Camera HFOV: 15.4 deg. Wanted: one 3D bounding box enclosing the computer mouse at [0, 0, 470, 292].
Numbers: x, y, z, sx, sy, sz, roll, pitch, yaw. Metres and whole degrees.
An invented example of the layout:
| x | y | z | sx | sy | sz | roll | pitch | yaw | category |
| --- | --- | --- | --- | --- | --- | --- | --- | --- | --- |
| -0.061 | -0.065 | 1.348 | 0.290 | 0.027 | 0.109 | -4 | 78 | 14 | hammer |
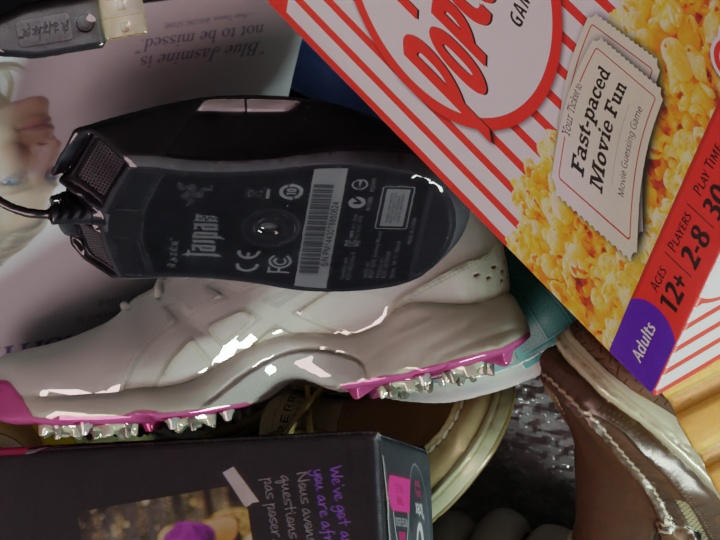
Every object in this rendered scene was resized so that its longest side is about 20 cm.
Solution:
| x | y | z | sx | sy | sz | roll | pitch | yaw | category |
| --- | --- | --- | --- | --- | --- | --- | --- | --- | --- |
| -0.062 | -0.050 | 0.889 | 0.199 | 0.046 | 0.141 | -2 | 140 | -4 | computer mouse |

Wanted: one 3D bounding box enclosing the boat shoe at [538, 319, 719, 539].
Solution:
| x | y | z | sx | sy | sz | roll | pitch | yaw | category |
| --- | --- | --- | --- | --- | --- | --- | --- | --- | --- |
| 0.113 | 0.093 | 1.019 | 0.075 | 0.075 | 0.202 | 46 | -179 | 44 | boat shoe |

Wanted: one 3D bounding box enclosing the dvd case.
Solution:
| x | y | z | sx | sy | sz | roll | pitch | yaw | category |
| --- | --- | --- | --- | --- | --- | --- | --- | --- | --- |
| -0.098 | -0.024 | 0.959 | 0.018 | 0.142 | 0.200 | 56 | 146 | 37 | dvd case |

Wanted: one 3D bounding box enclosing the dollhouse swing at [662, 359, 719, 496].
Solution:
| x | y | z | sx | sy | sz | roll | pitch | yaw | category |
| --- | --- | --- | --- | --- | --- | --- | --- | --- | --- |
| 0.160 | -0.007 | 0.823 | 0.175 | 0.182 | 0.200 | -29 | 92 | 9 | dollhouse swing |

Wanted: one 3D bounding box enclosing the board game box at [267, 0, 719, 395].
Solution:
| x | y | z | sx | sy | sz | roll | pitch | yaw | category |
| --- | --- | --- | --- | --- | --- | --- | --- | --- | --- |
| 0.061 | -0.082 | 0.827 | 0.200 | 0.046 | 0.152 | 47 | 144 | 24 | board game box |

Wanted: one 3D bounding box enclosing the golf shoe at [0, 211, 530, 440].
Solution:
| x | y | z | sx | sy | sz | roll | pitch | yaw | category |
| --- | --- | --- | --- | --- | --- | --- | --- | --- | --- |
| -0.041 | 0.011 | 0.977 | 0.199 | 0.092 | 0.075 | -10 | 178 | -4 | golf shoe |

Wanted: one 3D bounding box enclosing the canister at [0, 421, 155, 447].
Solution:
| x | y | z | sx | sy | sz | roll | pitch | yaw | category |
| --- | --- | --- | --- | --- | --- | --- | --- | --- | --- |
| -0.115 | 0.135 | 1.157 | 0.200 | 0.086 | 0.149 | 55 | 145 | 13 | canister |

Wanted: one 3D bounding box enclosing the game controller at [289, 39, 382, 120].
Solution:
| x | y | z | sx | sy | sz | roll | pitch | yaw | category |
| --- | --- | --- | --- | --- | --- | --- | --- | --- | --- |
| -0.017 | -0.090 | 0.980 | 0.200 | 0.042 | 0.104 | 29 | 139 | -1 | game controller |

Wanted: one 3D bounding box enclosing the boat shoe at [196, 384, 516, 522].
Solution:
| x | y | z | sx | sy | sz | roll | pitch | yaw | category |
| --- | --- | --- | --- | --- | --- | --- | --- | --- | --- |
| -0.017 | 0.080 | 1.128 | 0.066 | 0.074 | 0.200 | 38 | 138 | -21 | boat shoe |

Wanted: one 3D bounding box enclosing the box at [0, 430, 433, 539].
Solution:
| x | y | z | sx | sy | sz | roll | pitch | yaw | category |
| --- | --- | --- | --- | --- | --- | --- | --- | --- | --- |
| -0.077 | 0.119 | 1.018 | 0.199 | 0.107 | 0.122 | -3 | 173 | 9 | box |

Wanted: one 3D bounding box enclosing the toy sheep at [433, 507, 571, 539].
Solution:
| x | y | z | sx | sy | sz | roll | pitch | yaw | category |
| --- | --- | --- | --- | --- | --- | --- | --- | --- | --- |
| 0.051 | 0.165 | 1.140 | 0.199 | 0.138 | 0.138 | 1 | 134 | 10 | toy sheep |

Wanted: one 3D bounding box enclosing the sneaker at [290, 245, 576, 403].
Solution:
| x | y | z | sx | sy | sz | roll | pitch | yaw | category |
| --- | --- | --- | --- | --- | --- | --- | --- | --- | --- |
| 0.000 | 0.000 | 1.040 | 0.199 | 0.072 | 0.080 | -2 | 135 | 30 | sneaker |
